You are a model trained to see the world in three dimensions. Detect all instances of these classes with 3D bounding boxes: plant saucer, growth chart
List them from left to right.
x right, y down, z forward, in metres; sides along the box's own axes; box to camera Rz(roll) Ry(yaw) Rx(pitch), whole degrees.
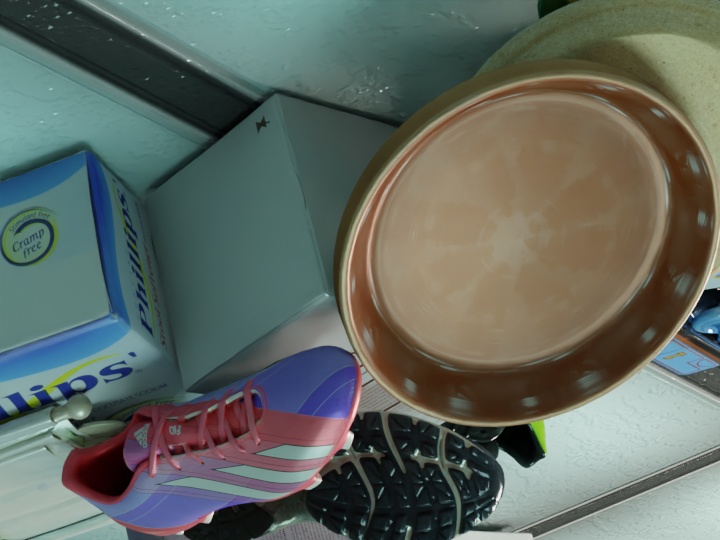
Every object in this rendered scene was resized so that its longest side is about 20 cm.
[{"bbox_3d":[-0.183,0.123,1.133,0.143,0.018,0.200,-17,156,3],"label":"growth chart"},{"bbox_3d":[0.081,-0.013,0.983,0.198,0.032,0.202,-8,122,-13],"label":"plant saucer"}]

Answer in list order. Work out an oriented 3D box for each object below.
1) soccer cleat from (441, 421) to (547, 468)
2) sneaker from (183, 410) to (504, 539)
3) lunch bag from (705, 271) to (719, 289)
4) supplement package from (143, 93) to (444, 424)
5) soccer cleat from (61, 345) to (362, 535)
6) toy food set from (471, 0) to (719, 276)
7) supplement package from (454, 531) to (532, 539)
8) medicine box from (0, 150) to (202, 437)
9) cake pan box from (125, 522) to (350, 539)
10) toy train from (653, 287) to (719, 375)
[{"bbox_3d":[0.048,0.091,1.297,0.199,0.082,0.067,6,149,-38],"label":"soccer cleat"},{"bbox_3d":[-0.009,0.110,1.133,0.198,0.078,0.086,-1,-171,22],"label":"sneaker"},{"bbox_3d":[0.200,-0.053,1.146,0.198,0.083,0.161,-12,156,-4],"label":"lunch bag"},{"bbox_3d":[0.000,0.000,1.097,0.199,0.122,0.119,12,144,-44],"label":"supplement package"},{"bbox_3d":[-0.076,0.088,1.023,0.076,0.067,0.199,20,146,-32],"label":"soccer cleat"},{"bbox_3d":[0.135,-0.060,1.021,0.199,0.049,0.198,28,115,-27],"label":"toy food set"},{"bbox_3d":[0.067,0.331,1.828,0.119,0.122,0.200,9,146,-42],"label":"supplement package"},{"bbox_3d":[-0.186,0.041,1.103,0.181,0.104,0.200,-19,156,10],"label":"medicine box"},{"bbox_3d":[-0.071,0.206,1.406,0.183,0.202,0.052,1,149,-37],"label":"cake pan box"},{"bbox_3d":[0.224,0.022,1.328,0.113,0.088,0.200,-16,160,26],"label":"toy train"}]
